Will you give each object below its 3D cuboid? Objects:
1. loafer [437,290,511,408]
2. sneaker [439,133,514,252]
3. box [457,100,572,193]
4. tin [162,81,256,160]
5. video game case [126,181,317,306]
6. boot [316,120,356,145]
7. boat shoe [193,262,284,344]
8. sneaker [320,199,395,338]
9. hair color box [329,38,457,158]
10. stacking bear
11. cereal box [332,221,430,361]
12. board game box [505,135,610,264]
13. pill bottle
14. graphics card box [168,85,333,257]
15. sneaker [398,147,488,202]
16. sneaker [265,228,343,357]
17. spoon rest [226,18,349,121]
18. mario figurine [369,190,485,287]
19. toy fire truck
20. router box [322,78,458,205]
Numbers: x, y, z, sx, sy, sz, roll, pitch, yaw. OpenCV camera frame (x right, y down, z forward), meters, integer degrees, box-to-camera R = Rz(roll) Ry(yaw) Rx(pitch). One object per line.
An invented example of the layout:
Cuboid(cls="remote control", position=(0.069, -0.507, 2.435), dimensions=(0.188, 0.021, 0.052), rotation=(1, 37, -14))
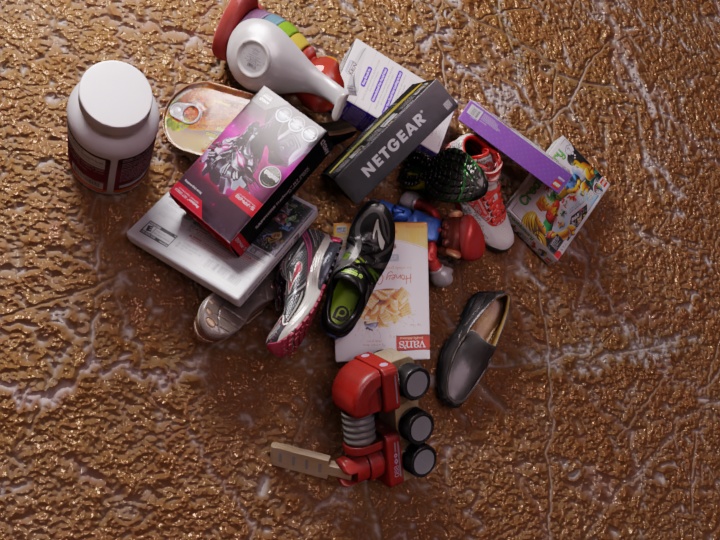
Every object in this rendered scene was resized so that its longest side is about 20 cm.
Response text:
Cuboid(cls="loafer", position=(0.176, 0.116, 1.148), dimensions=(0.072, 0.072, 0.202), rotation=(28, 68, -14))
Cuboid(cls="sneaker", position=(0.203, -0.126, 1.202), dimensions=(0.067, 0.108, 0.203), rotation=(-34, 90, -25))
Cuboid(cls="box", position=(0.255, -0.204, 1.212), dimensions=(0.199, 0.137, 0.039), rotation=(38, 107, 5))
Cuboid(cls="tin", position=(-0.187, -0.201, 1.061), dimensions=(0.197, 0.042, 0.113), rotation=(19, 72, 12))
Cuboid(cls="video game case", position=(-0.188, -0.064, 1.020), dimensions=(0.198, 0.024, 0.182), rotation=(28, 60, 19))
Cuboid(cls="boot", position=(-0.106, -0.228, 1.121), dimensions=(0.197, 0.075, 0.098), rotation=(-13, 81, -19))
Cuboid(cls="boat shoe", position=(-0.163, 0.034, 1.034), dimensions=(0.076, 0.072, 0.200), rotation=(50, 46, 1))
Cuboid(cls="sneaker", position=(0.000, 0.000, 1.030), dimensions=(0.070, 0.083, 0.202), rotation=(22, 86, -2))
Cuboid(cls="hair color box", position=(0.048, -0.270, 1.203), dimensions=(0.198, 0.065, 0.111), rotation=(29, 68, -15))
Cuboid(cls="stacking bear", position=(-0.110, -0.312, 1.103), dimensions=(0.199, 0.121, 0.115), rotation=(35, 87, 3))
Cuboid(cls="cereal box", position=(0.030, 0.031, 1.091), dimensions=(0.141, 0.040, 0.204), rotation=(-2, 86, -4))
Cuboid(cls="board game box", position=(0.342, -0.125, 1.298), dimensions=(0.126, 0.035, 0.201), rotation=(43, 65, -6))
Cuboid(cls="pill bottle", position=(-0.319, -0.182, 0.956), dimensions=(0.111, 0.200, 0.115), rotation=(6, 74, -20))
Cuboid(cls="graphics card box", position=(-0.144, -0.134, 0.988), dimensions=(0.125, 0.051, 0.200), rotation=(38, 80, 21))
Cuboid(cls="sneaker", position=(0.140, -0.142, 1.137), dimensions=(0.084, 0.200, 0.079), rotation=(20, 96, -26))
Cuboid(cls="sneaker", position=(-0.088, 0.029, 1.005), dimensions=(0.074, 0.081, 0.202), rotation=(21, 51, -2))
Cuboid(cls="spoon rest", position=(-0.101, -0.276, 1.038), dimensions=(0.198, 0.100, 0.061), rotation=(32, 26, 9))
Cuboid(cls="mario figurine", position=(0.101, -0.051, 1.175), dimensions=(0.197, 0.106, 0.125), rotation=(12, 108, -8))
Cuboid(cls="toy fire truck", position=(-0.015, 0.212, 1.011), dimensions=(0.198, 0.128, 0.179), rotation=(-15, 107, -30))
Cuboid(cls="router box", position=(0.038, -0.190, 1.085), dimensions=(0.200, 0.157, 0.052), rotation=(-44, 104, 2))
